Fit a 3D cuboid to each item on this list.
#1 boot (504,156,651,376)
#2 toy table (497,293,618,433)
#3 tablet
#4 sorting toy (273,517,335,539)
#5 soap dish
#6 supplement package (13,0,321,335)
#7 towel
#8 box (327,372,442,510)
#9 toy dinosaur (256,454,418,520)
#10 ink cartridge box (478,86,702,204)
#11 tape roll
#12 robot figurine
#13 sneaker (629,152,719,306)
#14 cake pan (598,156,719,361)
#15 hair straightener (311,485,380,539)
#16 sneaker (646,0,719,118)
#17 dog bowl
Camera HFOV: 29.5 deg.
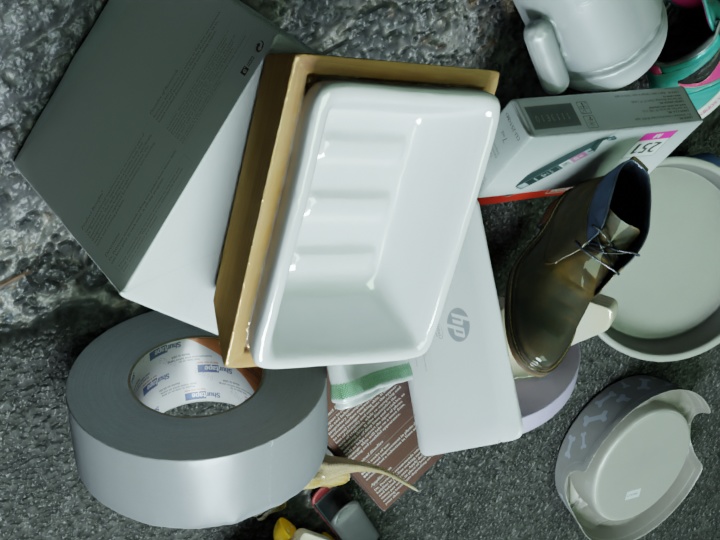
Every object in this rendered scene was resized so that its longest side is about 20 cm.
[{"bbox_3d":[0.179,-0.010,1.121,0.074,0.097,0.201,32,52,-12],"label":"boot"},{"bbox_3d":[0.136,0.050,1.238,0.201,0.182,0.118,-62,161,-55],"label":"toy table"},{"bbox_3d":[0.073,0.049,1.148,0.014,0.130,0.202,-5,81,-38],"label":"tablet"},{"bbox_3d":[-0.095,0.330,1.280,0.179,0.107,0.200,-36,152,8],"label":"sorting toy"},{"bbox_3d":[-0.007,-0.040,0.856,0.156,0.081,0.202,-2,117,-36],"label":"soap dish"},{"bbox_3d":[-0.105,-0.086,0.950,0.146,0.200,0.192,26,100,-43],"label":"supplement package"},{"bbox_3d":[0.000,0.000,1.087,0.149,0.030,0.203,-12,96,-72],"label":"towel"},{"bbox_3d":[-0.002,0.118,1.236,0.100,0.075,0.201,-41,134,-8],"label":"box"},{"bbox_3d":[-0.045,0.174,1.206,0.101,0.199,0.059,26,57,-35],"label":"toy dinosaur"},{"bbox_3d":[0.173,-0.091,1.198,0.198,0.044,0.174,-9,154,-32],"label":"ink cartridge box"},{"bbox_3d":[-0.123,0.106,1.050,0.199,0.200,0.067,-18,127,-26],"label":"tape roll"},{"bbox_3d":[0.188,-0.229,1.138,0.170,0.112,0.200,-54,136,-17],"label":"robot figurine"},{"bbox_3d":[0.305,-0.023,1.378,0.077,0.070,0.202,-3,118,-40],"label":"sneaker"},{"bbox_3d":[0.297,-0.013,1.331,0.198,0.037,0.203,-2,103,-7],"label":"cake pan"},{"bbox_3d":[0.014,0.288,1.345,0.041,0.077,0.201,-36,132,-15],"label":"hair straightener"},{"bbox_3d":[0.333,-0.240,1.265,0.200,0.084,0.121,-49,143,0],"label":"sneaker"},{"bbox_3d":[0.300,0.206,1.519,0.198,0.059,0.202,-18,125,-27],"label":"dog bowl"}]
